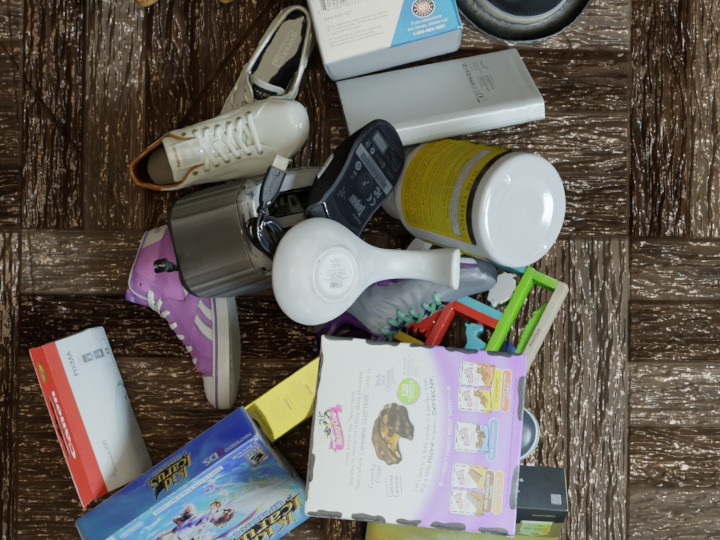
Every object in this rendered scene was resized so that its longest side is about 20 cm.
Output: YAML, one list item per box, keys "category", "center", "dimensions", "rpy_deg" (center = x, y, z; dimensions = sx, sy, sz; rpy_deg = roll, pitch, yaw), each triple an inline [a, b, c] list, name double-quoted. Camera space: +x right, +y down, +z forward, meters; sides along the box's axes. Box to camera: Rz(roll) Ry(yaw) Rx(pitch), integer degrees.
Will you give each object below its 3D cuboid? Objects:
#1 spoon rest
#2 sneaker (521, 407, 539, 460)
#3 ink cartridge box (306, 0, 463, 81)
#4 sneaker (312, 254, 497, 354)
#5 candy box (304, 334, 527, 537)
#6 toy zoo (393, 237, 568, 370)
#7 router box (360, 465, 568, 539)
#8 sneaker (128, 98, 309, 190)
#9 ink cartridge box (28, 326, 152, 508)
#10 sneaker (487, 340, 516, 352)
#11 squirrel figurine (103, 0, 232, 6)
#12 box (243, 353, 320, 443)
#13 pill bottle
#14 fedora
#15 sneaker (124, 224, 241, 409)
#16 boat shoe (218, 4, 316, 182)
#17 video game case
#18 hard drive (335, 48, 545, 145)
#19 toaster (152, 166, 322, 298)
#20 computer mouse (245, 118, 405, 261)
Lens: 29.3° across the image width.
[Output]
- category: "spoon rest"
  center: [0.000, 0.000, 1.312]
  dimensions: [0.198, 0.060, 0.101]
  rpy_deg: [-1, 97, -33]
- category: "sneaker"
  center: [0.080, 0.150, 1.381]
  dimensions: [0.197, 0.079, 0.080]
  rpy_deg: [10, 83, 11]
- category: "ink cartridge box"
  center: [0.011, -0.316, 1.416]
  dimensions: [0.145, 0.145, 0.203]
  rpy_deg: [-13, 90, 3]
- category: "sneaker"
  center: [0.044, 0.041, 1.403]
  dimensions: [0.197, 0.075, 0.089]
  rpy_deg: [-7, 66, 13]
- category: "candy box"
  center: [0.052, 0.156, 1.307]
  dimensions: [0.197, 0.072, 0.170]
  rpy_deg: [6, 81, 1]
- category: "toy zoo"
  center: [0.101, 0.033, 1.444]
  dimensions: [0.198, 0.020, 0.132]
  rpy_deg: [25, 78, 22]
- category: "router box"
  center: [0.101, 0.259, 1.411]
  dimensions: [0.197, 0.158, 0.053]
  rpy_deg: [4, 49, -2]
- category: "sneaker"
  center: [-0.147, -0.119, 1.404]
  dimensions: [0.198, 0.085, 0.074]
  rpy_deg: [-19, 93, 24]
- category: "ink cartridge box"
  center: [-0.266, 0.141, 1.375]
  dimensions: [0.047, 0.200, 0.162]
  rpy_deg: [-19, 90, -2]
- category: "sneaker"
  center: [0.077, 0.135, 1.450]
  dimensions: [0.088, 0.075, 0.200]
  rpy_deg: [44, 87, 0]
- category: "squirrel figurine"
  center: [-0.241, -0.372, 1.435]
  dimensions: [0.184, 0.142, 0.203]
  rpy_deg: [-10, 75, 8]
- category: "box"
  center: [-0.102, 0.158, 1.445]
  dimensions: [0.199, 0.075, 0.050]
  rpy_deg: [-35, 88, -1]
- category: "pill bottle"
  center: [0.103, -0.075, 1.386]
  dimensions: [0.110, 0.199, 0.113]
  rpy_deg: [-9, 106, -33]
- category: "fedora"
  center: [0.171, -0.347, 1.450]
  dimensions: [0.197, 0.092, 0.204]
  rpy_deg: [0, 89, -1]
- category: "sneaker"
  center: [-0.187, 0.050, 1.450]
  dimensions: [0.113, 0.073, 0.203]
  rpy_deg: [-8, 80, 2]
- category: "boat shoe"
  center: [-0.100, -0.186, 1.453]
  dimensions: [0.071, 0.066, 0.202]
  rpy_deg: [29, 89, -2]
- category: "video game case"
  center: [-0.159, 0.248, 1.394]
  dimensions: [0.199, 0.182, 0.046]
  rpy_deg: [-34, 53, -2]
- category: "hard drive"
  center: [0.080, -0.177, 1.433]
  dimensions: [0.197, 0.132, 0.027]
  rpy_deg: [-11, 124, -2]
- category: "toaster"
  center: [-0.099, -0.040, 1.379]
  dimensions: [0.128, 0.199, 0.115]
  rpy_deg: [-15, 88, 42]
- category: "computer mouse"
  center: [-0.041, -0.078, 1.320]
  dimensions: [0.140, 0.046, 0.202]
  rpy_deg: [44, 65, -39]
